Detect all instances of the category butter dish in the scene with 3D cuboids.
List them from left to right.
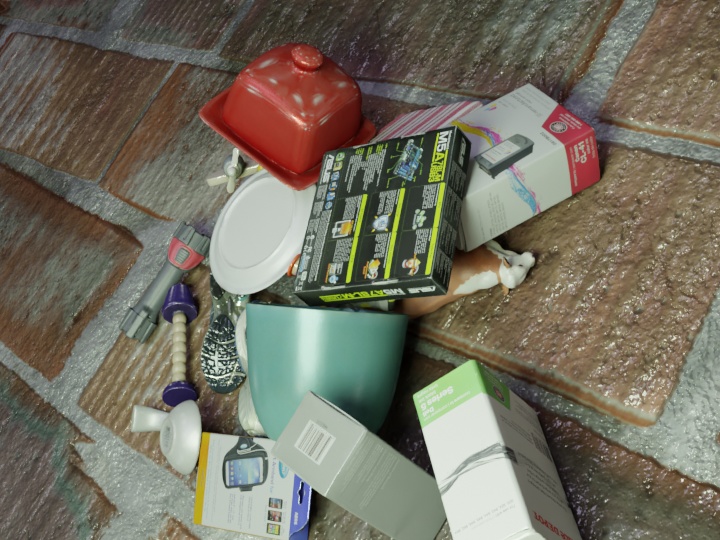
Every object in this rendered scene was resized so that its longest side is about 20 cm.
[{"bbox_3d":[-0.085,-0.242,1.379,0.199,0.148,0.200,38,49,13],"label":"butter dish"}]

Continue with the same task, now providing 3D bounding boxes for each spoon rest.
[{"bbox_3d":[-0.260,0.222,1.410,0.199,0.060,0.100,7,90,58],"label":"spoon rest"}]

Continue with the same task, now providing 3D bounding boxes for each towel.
[{"bbox_3d":[0.066,-0.179,1.391,0.146,0.030,0.199,-39,20,-23],"label":"towel"}]

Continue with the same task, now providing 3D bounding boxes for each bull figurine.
[{"bbox_3d":[0.119,-0.006,1.268,0.199,0.065,0.122,-23,44,24],"label":"bull figurine"}]

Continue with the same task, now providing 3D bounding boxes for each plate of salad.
[{"bbox_3d":[-0.131,-0.056,1.409,0.199,0.048,0.202,-21,54,31],"label":"plate of salad"}]

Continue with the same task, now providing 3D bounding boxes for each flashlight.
[{"bbox_3d":[-0.313,0.020,1.627,0.068,0.068,0.201,31,88,43],"label":"flashlight"}]

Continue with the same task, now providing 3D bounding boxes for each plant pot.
[{"bbox_3d":[-0.044,0.126,1.221,0.199,0.200,0.163,2,88,41],"label":"plant pot"}]

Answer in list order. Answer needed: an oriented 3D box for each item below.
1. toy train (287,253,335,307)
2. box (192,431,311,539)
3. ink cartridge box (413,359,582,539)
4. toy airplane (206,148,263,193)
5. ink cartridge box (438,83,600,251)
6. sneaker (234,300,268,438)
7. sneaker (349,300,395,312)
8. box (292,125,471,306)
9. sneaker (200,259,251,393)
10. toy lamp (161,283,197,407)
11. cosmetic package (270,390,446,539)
[{"bbox_3d":[-0.047,-0.026,1.348,0.055,0.200,0.152,16,88,10],"label":"toy train"},{"bbox_3d":[-0.128,0.271,1.275,0.199,0.041,0.120,-1,79,38],"label":"box"},{"bbox_3d":[0.143,0.215,1.025,0.084,0.145,0.201,-32,44,19],"label":"ink cartridge box"},{"bbox_3d":[-0.110,-0.174,1.527,0.198,0.142,0.200,21,58,36],"label":"toy airplane"},{"bbox_3d":[0.171,-0.131,1.247,0.199,0.086,0.148,-27,42,-12],"label":"ink cartridge box"},{"bbox_3d":[-0.116,0.128,1.376,0.085,0.077,0.202,-21,59,23],"label":"sneaker"},{"bbox_3d":[0.000,0.000,1.304,0.200,0.076,0.076,-128,44,-79],"label":"sneaker"},{"bbox_3d":[0.025,-0.061,1.174,0.192,0.048,0.202,-6,59,31],"label":"box"},{"bbox_3d":[-0.186,0.081,1.474,0.077,0.086,0.202,5,78,-3],"label":"sneaker"},{"bbox_3d":[-0.273,0.107,1.531,0.058,0.058,0.201,-29,48,21],"label":"toy lamp"},{"bbox_3d":[0.008,0.223,1.099,0.106,0.200,0.091,25,80,45],"label":"cosmetic package"}]
